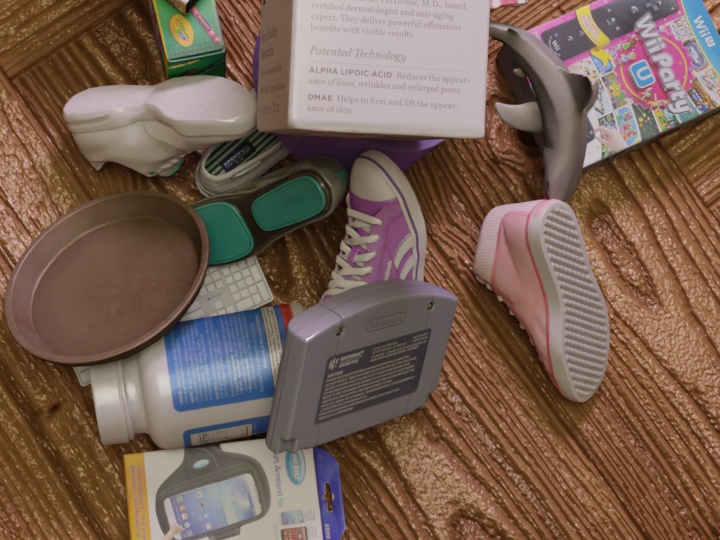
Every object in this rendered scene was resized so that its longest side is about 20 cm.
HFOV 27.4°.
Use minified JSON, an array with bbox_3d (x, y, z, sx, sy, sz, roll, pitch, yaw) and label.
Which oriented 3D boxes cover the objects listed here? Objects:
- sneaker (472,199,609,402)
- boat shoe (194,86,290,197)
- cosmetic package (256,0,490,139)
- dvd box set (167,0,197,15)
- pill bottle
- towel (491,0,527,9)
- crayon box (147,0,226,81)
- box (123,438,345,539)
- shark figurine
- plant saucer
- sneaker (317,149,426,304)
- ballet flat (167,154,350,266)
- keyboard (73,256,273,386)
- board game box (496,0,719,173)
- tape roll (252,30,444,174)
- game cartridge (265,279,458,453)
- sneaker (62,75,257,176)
[{"bbox_3d":[0.169,0.025,1.408,0.075,0.104,0.203,-31,114,-36],"label":"sneaker"},{"bbox_3d":[-0.078,-0.145,1.409,0.073,0.067,0.201,38,78,2],"label":"boat shoe"},{"bbox_3d":[0.008,-0.211,1.216,0.163,0.165,0.203,1,93,-14],"label":"cosmetic package"},{"bbox_3d":[-0.192,-0.347,1.333,0.199,0.029,0.147,38,78,2],"label":"dvd box set"},{"bbox_3d":[-0.141,0.099,1.334,0.197,0.112,0.114,-9,80,-8],"label":"pill bottle"},{"bbox_3d":[0.047,-0.295,1.319,0.197,0.030,0.149,-11,98,-13],"label":"towel"},{"bbox_3d":[-0.176,-0.276,1.398,0.057,0.119,0.203,-13,81,-8],"label":"crayon box"},{"bbox_3d":[-0.113,0.217,1.351,0.197,0.041,0.121,-7,80,-5],"label":"box"},{"bbox_3d":[0.167,-0.177,1.347,0.128,0.089,0.215,-46,109,-17],"label":"shark figurine"},{"bbox_3d":[-0.226,0.010,1.336,0.197,0.030,0.202,-11,47,11],"label":"plant saucer"},{"bbox_3d":[0.001,0.000,1.326,0.114,0.072,0.203,-29,123,-34],"label":"sneaker"},{"bbox_3d":[-0.093,-0.054,1.373,0.198,0.064,0.068,-18,103,31],"label":"ballet flat"},{"bbox_3d":[-0.182,0.043,1.392,0.198,0.011,0.057,-24,83,-10],"label":"keyboard"},{"bbox_3d":[0.256,-0.193,1.457,0.198,0.064,0.149,-24,84,-10],"label":"board game box"},{"bbox_3d":[0.004,-0.190,1.383,0.198,0.085,0.203,9,69,-25],"label":"tape roll"},{"bbox_3d":[0.003,0.077,1.298,0.199,0.041,0.135,-13,120,-45],"label":"game cartridge"},{"bbox_3d":[-0.175,-0.125,1.365,0.197,0.089,0.076,2,37,25],"label":"sneaker"}]
